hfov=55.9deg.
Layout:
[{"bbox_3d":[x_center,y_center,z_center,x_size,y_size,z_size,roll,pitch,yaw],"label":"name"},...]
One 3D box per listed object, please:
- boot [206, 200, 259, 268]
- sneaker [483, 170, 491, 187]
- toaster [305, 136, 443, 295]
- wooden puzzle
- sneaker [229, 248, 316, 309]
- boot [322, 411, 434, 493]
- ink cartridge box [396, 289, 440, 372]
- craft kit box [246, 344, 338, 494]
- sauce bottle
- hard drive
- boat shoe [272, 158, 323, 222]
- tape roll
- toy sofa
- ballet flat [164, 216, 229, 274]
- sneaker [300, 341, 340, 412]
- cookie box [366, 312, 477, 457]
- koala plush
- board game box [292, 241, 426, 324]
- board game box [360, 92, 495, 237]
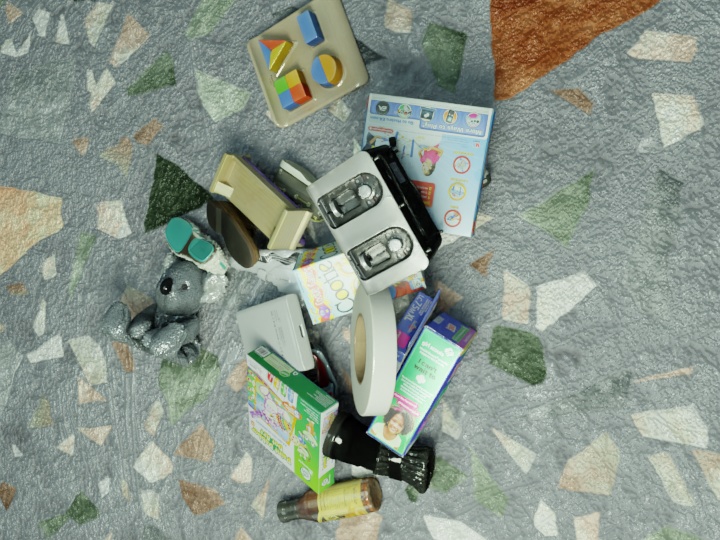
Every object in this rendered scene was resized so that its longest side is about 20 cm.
[{"bbox_3d":[-0.215,-0.075,1.240,0.200,0.075,0.074,49,136,45],"label":"boot"},{"bbox_3d":[0.113,-0.177,1.127,0.199,0.076,0.116,-7,101,7],"label":"sneaker"},{"bbox_3d":[0.028,-0.083,0.983,0.118,0.200,0.182,-28,96,18],"label":"toaster"},{"bbox_3d":[-0.104,-0.386,1.242,0.199,0.046,0.187,-22,84,20],"label":"wooden puzzle"},{"bbox_3d":[-0.152,0.018,1.258,0.198,0.075,0.116,-1,89,18],"label":"sneaker"},{"bbox_3d":[0.038,0.305,1.136,0.157,0.211,0.080,16,75,24],"label":"boot"},{"bbox_3d":[0.070,0.118,1.099,0.042,0.120,0.201,30,145,9],"label":"ink cartridge box"},{"bbox_3d":[-0.124,0.262,1.202,0.199,0.048,0.199,30,133,35],"label":"craft kit box"},{"bbox_3d":[-0.060,0.426,1.245,0.199,0.066,0.067,-19,85,23],"label":"sauce bottle"},{"bbox_3d":[-0.159,0.123,1.236,0.199,0.027,0.133,-18,86,52],"label":"hard drive"},{"bbox_3d":[-0.080,-0.125,1.230,0.201,0.072,0.060,40,106,22],"label":"boat shoe"},{"bbox_3d":[0.016,0.119,1.034,0.037,0.203,0.205,1,92,-11],"label":"tape roll"},{"bbox_3d":[-0.170,-0.126,1.220,0.200,0.097,0.083,42,117,28],"label":"toy sofa"},{"bbox_3d":[-0.315,-0.041,1.314,0.200,0.071,0.072,34,105,45],"label":"ballet flat"},{"bbox_3d":[-0.077,0.228,1.213,0.079,0.096,0.201,-15,86,-16],"label":"sneaker"},{"bbox_3d":[0.105,0.180,1.115,0.075,0.171,0.201,29,102,13],"label":"cookie box"},{"bbox_3d":[-0.360,0.070,1.315,0.176,0.184,0.201,16,76,20],"label":"koala plush"},{"bbox_3d":[0.000,0.000,1.149,0.199,0.103,0.106,-19,106,8],"label":"board game box"},{"bbox_3d":[0.098,-0.166,1.074,0.198,0.056,0.197,11,99,14],"label":"board game box"}]
